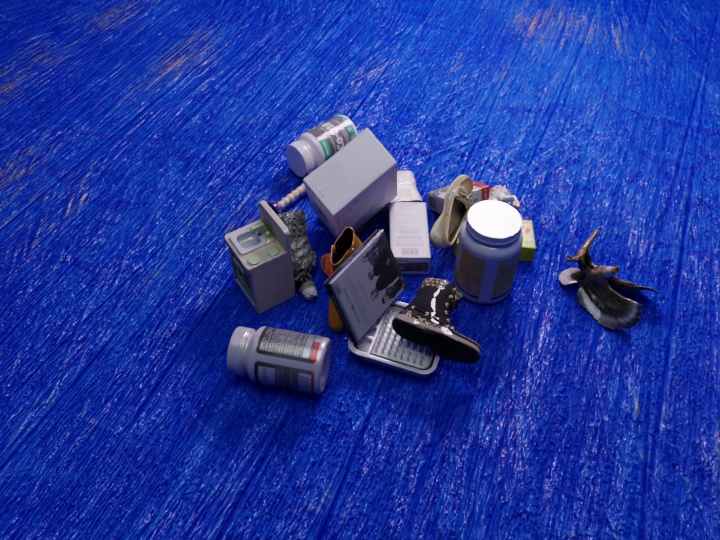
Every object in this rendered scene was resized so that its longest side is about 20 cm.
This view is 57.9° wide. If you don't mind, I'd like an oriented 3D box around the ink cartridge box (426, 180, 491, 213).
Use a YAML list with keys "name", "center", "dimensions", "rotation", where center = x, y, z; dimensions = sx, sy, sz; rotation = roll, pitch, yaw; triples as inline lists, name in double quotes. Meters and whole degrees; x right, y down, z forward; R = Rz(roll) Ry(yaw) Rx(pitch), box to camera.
- name: "ink cartridge box"
  center: [0.285, -0.201, 1.714]
  dimensions: [0.196, 0.052, 0.109]
  rotation: [-19, 23, -18]

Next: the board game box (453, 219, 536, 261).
- name: "board game box"
  center: [0.333, -0.081, 1.629]
  dimensions: [0.194, 0.048, 0.103]
  rotation: [4, 45, 3]

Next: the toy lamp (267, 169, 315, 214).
- name: "toy lamp"
  center: [-0.167, -0.209, 1.742]
  dimensions: [0.058, 0.059, 0.199]
  rotation: [32, 56, 27]

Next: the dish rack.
- name: "dish rack"
  center: [0.084, 0.147, 1.410]
  dimensions: [0.195, 0.044, 0.173]
  rotation: [14, 47, 13]

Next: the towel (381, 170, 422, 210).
- name: "towel"
  center: [0.058, -0.214, 1.732]
  dimensions: [0.194, 0.035, 0.135]
  rotation: [-6, 48, -8]

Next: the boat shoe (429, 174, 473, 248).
- name: "boat shoe"
  center: [0.236, -0.145, 1.591]
  dimensions: [0.063, 0.073, 0.203]
  rotation: [0, 55, 56]

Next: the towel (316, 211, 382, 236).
- name: "towel"
  center: [-0.011, -0.176, 1.734]
  dimensions: [0.141, 0.023, 0.200]
  rotation: [25, 51, 21]

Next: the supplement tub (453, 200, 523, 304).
- name: "supplement tub"
  center: [0.291, -0.041, 1.482]
  dimensions: [0.141, 0.203, 0.148]
  rotation: [1, 45, -1]

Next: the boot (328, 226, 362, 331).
- name: "boot"
  center: [-0.043, 0.019, 1.422]
  dimensions: [0.069, 0.144, 0.206]
  rotation: [11, 73, 18]

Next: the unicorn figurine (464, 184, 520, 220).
- name: "unicorn figurine"
  center: [0.336, -0.152, 1.608]
  dimensions: [0.196, 0.075, 0.138]
  rotation: [-24, 39, -15]

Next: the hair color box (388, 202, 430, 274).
- name: "hair color box"
  center: [0.120, -0.083, 1.619]
  dimensions: [0.096, 0.062, 0.203]
  rotation: [1, 45, 0]

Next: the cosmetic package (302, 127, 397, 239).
- name: "cosmetic package"
  center: [-0.017, -0.200, 1.578]
  dimensions: [0.199, 0.200, 0.123]
  rotation: [-41, 76, -7]

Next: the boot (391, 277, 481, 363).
- name: "boot"
  center: [0.182, 0.102, 1.381]
  dimensions: [0.196, 0.074, 0.151]
  rotation: [18, 48, 23]

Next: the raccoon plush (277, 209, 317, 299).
- name: "raccoon plush"
  center: [-0.136, -0.050, 1.531]
  dimensions: [0.095, 0.136, 0.200]
  rotation: [-23, 50, -24]

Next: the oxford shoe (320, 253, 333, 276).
- name: "oxford shoe"
  center: [0.000, 0.000, 1.548]
  dimensions: [0.195, 0.073, 0.073]
  rotation: [16, 20, 18]

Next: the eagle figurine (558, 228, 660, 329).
- name: "eagle figurine"
  center: [0.565, 0.029, 1.495]
  dimensions: [0.152, 0.151, 0.201]
  rotation: [-43, 87, 11]

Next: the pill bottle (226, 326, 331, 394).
- name: "pill bottle"
  center: [-0.164, 0.178, 1.328]
  dimensions: [0.194, 0.116, 0.115]
  rotation: [9, 46, 8]

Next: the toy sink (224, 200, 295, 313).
- name: "toy sink"
  center: [-0.229, -0.029, 1.466]
  dimensions: [0.110, 0.203, 0.131]
  rotation: [-25, 51, -24]

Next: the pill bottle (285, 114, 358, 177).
- name: "pill bottle"
  center: [-0.108, -0.349, 1.835]
  dimensions: [0.199, 0.115, 0.112]
  rotation: [-36, 55, -29]

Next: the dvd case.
- name: "dvd case"
  center: [0.015, 0.031, 1.394]
  dimensions: [0.024, 0.153, 0.200]
  rotation: [1, 35, 44]
